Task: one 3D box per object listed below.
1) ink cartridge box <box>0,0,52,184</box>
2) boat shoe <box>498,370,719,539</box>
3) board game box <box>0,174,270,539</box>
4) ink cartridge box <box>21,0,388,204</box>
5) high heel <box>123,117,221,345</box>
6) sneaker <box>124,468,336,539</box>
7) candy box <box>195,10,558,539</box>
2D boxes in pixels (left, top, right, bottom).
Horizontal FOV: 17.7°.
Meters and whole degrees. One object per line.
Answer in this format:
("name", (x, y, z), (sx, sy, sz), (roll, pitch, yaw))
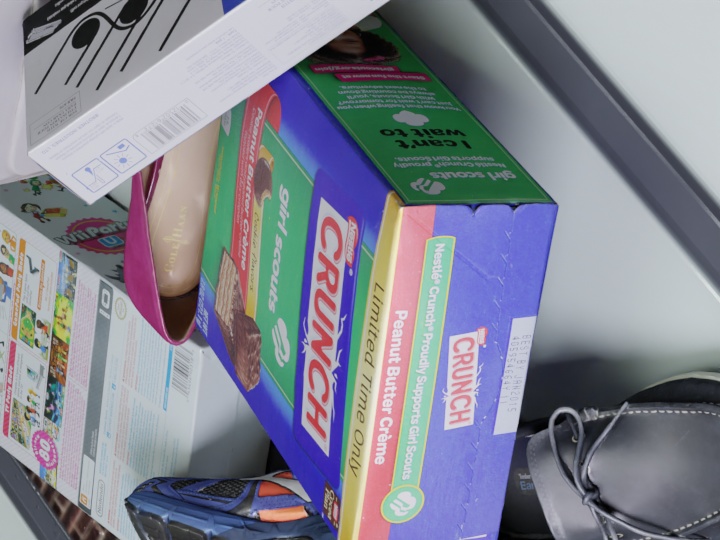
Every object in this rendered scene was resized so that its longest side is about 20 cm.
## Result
("ink cartridge box", (-0.190, -0.157, 1.141), (0.200, 0.145, 0.147), (38, 129, 32))
("boat shoe", (0.105, 0.089, 0.982), (0.200, 0.062, 0.075), (-14, 93, 48))
("board game box", (-0.135, 0.049, 1.228), (0.200, 0.064, 0.148), (33, 126, 34))
("ink cartridge box", (-0.058, -0.120, 0.991), (0.200, 0.044, 0.094), (-32, 41, 21))
("high heel", (-0.074, -0.065, 1.088), (0.096, 0.067, 0.200), (-110, 23, -50))
("sneaker", (-0.026, 0.125, 1.112), (0.200, 0.078, 0.075), (5, 132, 31))
("candy box", (0.000, 0.000, 0.999), (0.200, 0.077, 0.169), (-130, 42, -52))
